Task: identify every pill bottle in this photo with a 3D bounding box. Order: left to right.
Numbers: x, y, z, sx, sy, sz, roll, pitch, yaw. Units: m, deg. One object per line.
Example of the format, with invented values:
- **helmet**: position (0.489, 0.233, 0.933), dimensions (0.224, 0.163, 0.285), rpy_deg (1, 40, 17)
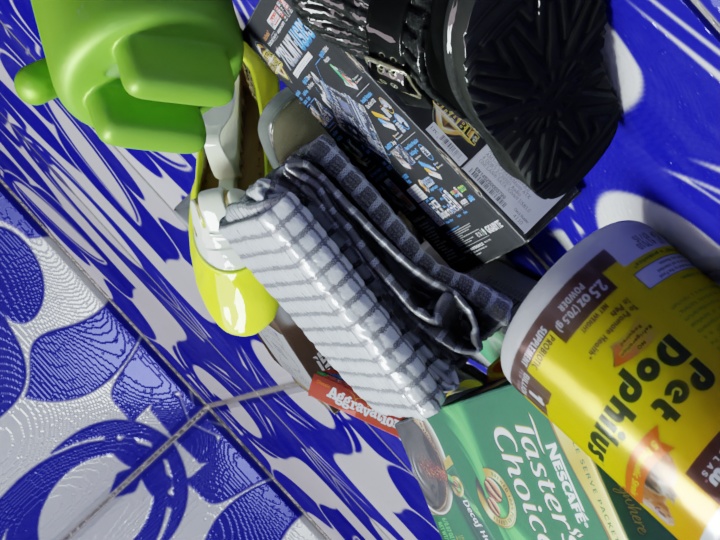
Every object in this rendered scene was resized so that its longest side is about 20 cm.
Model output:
- **pill bottle**: position (0.173, 0.074, 1.278), dimensions (0.200, 0.109, 0.109), rpy_deg (43, 169, 21)

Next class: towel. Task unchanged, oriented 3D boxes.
- **towel**: position (0.000, 0.000, 1.529), dimensions (0.166, 0.086, 0.200), rpy_deg (50, 171, -5)

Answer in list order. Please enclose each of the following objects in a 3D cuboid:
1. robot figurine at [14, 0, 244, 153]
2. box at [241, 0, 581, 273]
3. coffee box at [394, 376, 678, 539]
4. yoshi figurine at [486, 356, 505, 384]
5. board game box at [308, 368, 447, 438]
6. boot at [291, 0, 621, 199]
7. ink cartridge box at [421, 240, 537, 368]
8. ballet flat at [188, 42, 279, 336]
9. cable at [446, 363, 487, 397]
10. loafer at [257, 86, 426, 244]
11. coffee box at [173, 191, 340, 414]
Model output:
- **robot figurine**: position (-0.138, -0.163, 1.529), dimensions (0.175, 0.116, 0.200), rpy_deg (-56, 41, 43)
- **box**: position (0.022, -0.091, 1.441), dimensions (0.199, 0.050, 0.200), rpy_deg (48, 170, -1)
- **coffee box**: position (0.099, 0.118, 1.445), dimensions (0.200, 0.044, 0.123), rpy_deg (-22, 90, 61)
- **yoshi figurine**: position (0.140, 0.140, 1.505), dimensions (0.200, 0.112, 0.112), rpy_deg (62, -157, -19)
- **board game box**: position (0.074, 0.107, 1.667), dimensions (0.200, 0.019, 0.103), rpy_deg (24, -167, 25)
- **boot**: position (0.034, -0.125, 1.180), dimensions (0.158, 0.079, 0.211), rpy_deg (43, 169, 24)
- **ink cartridge box**: position (0.123, 0.075, 1.658), dimensions (0.200, 0.050, 0.161), rpy_deg (55, 167, -28)
- **ballet flat**: position (-0.086, -0.059, 1.671), dimensions (0.067, 0.200, 0.067), rpy_deg (-4, 164, 15)
- **cable**: position (0.094, 0.081, 1.643), dimensions (0.097, 0.050, 0.200), rpy_deg (16, -168, -7)
- **loafer**: position (-0.003, -0.034, 1.671), dimensions (0.070, 0.075, 0.200), rpy_deg (42, 169, 49)
- **coffee box**: position (-0.035, -0.005, 1.800), dimensions (0.080, 0.114, 0.200), rpy_deg (38, 166, 38)
